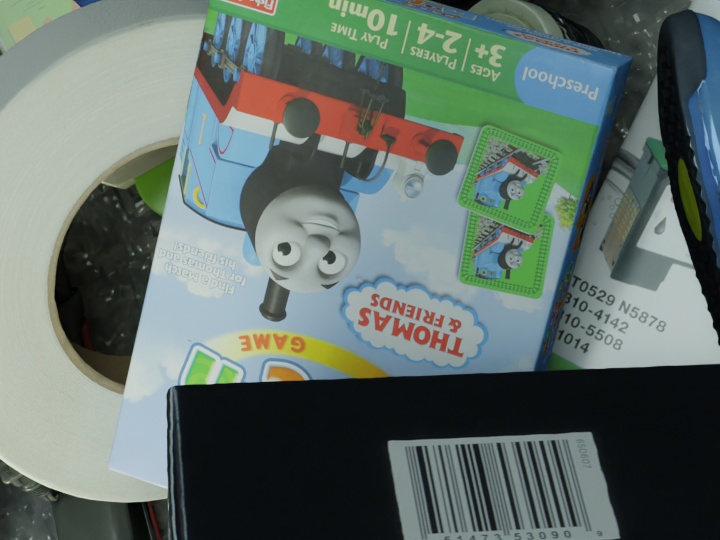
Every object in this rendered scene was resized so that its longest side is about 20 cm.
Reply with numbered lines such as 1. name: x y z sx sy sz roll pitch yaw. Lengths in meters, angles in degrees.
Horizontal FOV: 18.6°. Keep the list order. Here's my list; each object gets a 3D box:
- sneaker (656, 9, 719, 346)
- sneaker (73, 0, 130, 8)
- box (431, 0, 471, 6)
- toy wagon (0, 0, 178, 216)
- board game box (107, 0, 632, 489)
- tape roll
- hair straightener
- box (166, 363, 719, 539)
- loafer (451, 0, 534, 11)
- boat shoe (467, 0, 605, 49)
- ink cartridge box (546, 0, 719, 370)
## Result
1. sneaker: 0.158 0.001 0.763 0.078 0.066 0.202 -17 83 2
2. sneaker: -0.047 -0.169 0.828 0.077 0.085 0.201 44 115 30
3. box: 0.014 -0.201 0.854 0.142 0.036 0.202 -10 83 39
4. toy wagon: -0.102 -0.096 0.929 0.154 0.040 0.201 -28 90 2
5. board game box: 0.000 0.000 0.802 0.150 0.037 0.202 17 106 12
6. tape roll: -0.078 -0.006 0.856 0.204 0.202 0.037 -60 36 4
7. hair straightener: -0.118 0.069 0.913 0.041 0.077 0.202 -12 83 19
8. box: 0.035 0.145 0.738 0.198 0.124 0.198 -2 128 -7
9. loafer: 0.104 -0.157 0.868 0.199 0.073 0.073 -31 68 22
10. boat shoe: 0.054 -0.009 0.875 0.074 0.066 0.201 19 105 37
11. ink cartridge box: 0.155 0.009 0.836 0.145 0.084 0.201 26 94 16
